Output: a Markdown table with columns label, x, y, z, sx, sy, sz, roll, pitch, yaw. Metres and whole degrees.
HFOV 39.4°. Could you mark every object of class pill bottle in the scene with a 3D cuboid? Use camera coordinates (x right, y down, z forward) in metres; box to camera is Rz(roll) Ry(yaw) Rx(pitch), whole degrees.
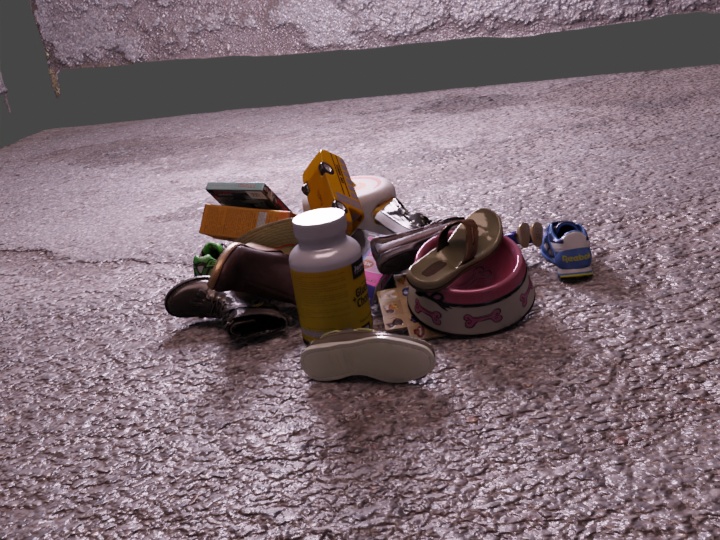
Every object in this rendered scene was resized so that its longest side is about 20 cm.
| label | x | y | z | sx | sy | sz | roll | pitch | yaw |
| --- | --- | --- | --- | --- | --- | --- | --- | --- | --- |
| pill bottle | -0.047 | 0.015 | 1.506 | 0.111 | 0.202 | 0.112 | -8 | 19 | 3 |

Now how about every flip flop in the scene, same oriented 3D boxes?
| label | x | y | z | sx | sy | sz | roll | pitch | yaw |
| --- | --- | --- | --- | --- | --- | --- | --- | --- | --- |
| flip flop | 0.142 | -0.039 | 1.497 | 0.081 | 0.058 | 0.199 | 27 | 48 | 37 |

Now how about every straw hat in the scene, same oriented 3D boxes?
| label | x | y | z | sx | sy | sz | roll | pitch | yaw |
| --- | --- | --- | --- | --- | --- | --- | --- | --- | --- |
| straw hat | -0.143 | -0.002 | 1.763 | 0.199 | 0.202 | 0.086 | -16 | 63 | -19 |

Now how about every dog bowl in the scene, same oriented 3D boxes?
| label | x | y | z | sx | sy | sz | roll | pitch | yaw |
| --- | --- | --- | --- | --- | --- | --- | --- | --- | --- |
| dog bowl | 0.167 | 0.010 | 1.537 | 0.198 | 0.074 | 0.201 | -5 | 36 | 4 |

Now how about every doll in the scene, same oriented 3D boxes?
| label | x | y | z | sx | sy | sz | roll | pitch | yaw |
| --- | --- | --- | --- | --- | --- | --- | --- | --- | --- |
| doll | 0.223 | -0.054 | 1.770 | 0.199 | 0.049 | 0.136 | -4 | -1 | 44 |

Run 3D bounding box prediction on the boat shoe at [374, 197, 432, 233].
| label | x | y | z | sx | sy | sz | roll | pitch | yaw |
| --- | --- | --- | --- | --- | --- | --- | --- | --- | --- |
| boat shoe | 0.093 | -0.075 | 1.742 | 0.057 | 0.069 | 0.200 | -53 | 39 | 0 |

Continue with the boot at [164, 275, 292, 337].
| label | x | y | z | sx | sy | sz | roll | pitch | yaw |
| --- | --- | --- | --- | --- | --- | --- | --- | --- | --- |
| boot | -0.219 | 0.064 | 1.637 | 0.198 | 0.070 | 0.174 | -6 | 18 | -10 |

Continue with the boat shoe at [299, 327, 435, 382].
| label | x | y | z | sx | sy | sz | roll | pitch | yaw |
| --- | --- | --- | --- | --- | --- | --- | --- | --- | --- |
| boat shoe | 0.014 | 0.113 | 1.399 | 0.200 | 0.073 | 0.060 | -4 | 24 | 25 |

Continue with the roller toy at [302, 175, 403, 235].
| label | x | y | z | sx | sy | sz | roll | pitch | yaw |
| --- | --- | --- | --- | --- | --- | --- | --- | --- | --- |
| roller toy | -0.016 | -0.105 | 1.922 | 0.181 | 0.141 | 0.200 | -12 | 20 | -7 |

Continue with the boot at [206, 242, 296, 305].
| label | x | y | z | sx | sy | sz | roll | pitch | yaw |
| --- | --- | --- | --- | --- | --- | --- | --- | --- | --- |
| boot | -0.140 | 0.019 | 1.609 | 0.165 | 0.073 | 0.200 | 30 | 22 | 9 |

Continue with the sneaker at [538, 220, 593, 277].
| label | x | y | z | sx | sy | sz | roll | pitch | yaw |
| --- | --- | --- | --- | --- | --- | --- | --- | --- | --- |
| sneaker | 0.348 | -0.052 | 1.701 | 0.073 | 0.083 | 0.200 | -11 | 17 | -1 |

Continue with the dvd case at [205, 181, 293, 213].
| label | x | y | z | sx | sy | sz | roll | pitch | yaw |
| --- | --- | --- | --- | --- | --- | --- | --- | --- | --- |
| dvd case | -0.198 | -0.115 | 2.000 | 0.145 | 0.200 | 0.022 | 4 | 65 | 33 |

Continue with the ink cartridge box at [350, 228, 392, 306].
| label | x | y | z | sx | sy | sz | roll | pitch | yaw |
| --- | --- | --- | --- | --- | --- | --- | --- | --- | --- |
| ink cartridge box | 0.000 | 0.000 | 1.657 | 0.094 | 0.037 | 0.200 | 15 | 38 | 15 |

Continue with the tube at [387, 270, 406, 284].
| label | x | y | z | sx | sy | sz | roll | pitch | yaw |
| --- | --- | --- | --- | --- | --- | --- | --- | --- | --- |
| tube | 0.102 | -0.009 | 1.750 | 0.198 | 0.051 | 0.077 | -8 | 23 | -13 |

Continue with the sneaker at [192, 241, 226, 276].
| label | x | y | z | sx | sy | sz | roll | pitch | yaw |
| --- | --- | --- | --- | --- | --- | --- | --- | --- | --- |
| sneaker | -0.250 | -0.019 | 1.866 | 0.077 | 0.086 | 0.200 | -3 | 16 | 15 |

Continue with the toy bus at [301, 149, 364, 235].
| label | x | y | z | sx | sy | sz | roll | pitch | yaw |
| --- | --- | --- | --- | --- | --- | --- | --- | --- | --- |
| toy bus | -0.049 | -0.126 | 1.772 | 0.078 | 0.065 | 0.201 | 22 | 33 | -35 |

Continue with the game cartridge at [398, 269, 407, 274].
| label | x | y | z | sx | sy | sz | roll | pitch | yaw |
| --- | --- | --- | --- | --- | --- | --- | --- | --- | --- |
| game cartridge | 0.169 | 0.017 | 1.660 | 0.198 | 0.042 | 0.133 | -11 | 15 | -6 |

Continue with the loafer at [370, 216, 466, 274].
| label | x | y | z | sx | sy | sz | roll | pitch | yaw |
| --- | --- | --- | --- | --- | --- | --- | --- | --- | --- |
| loafer | 0.111 | -0.056 | 1.631 | 0.198 | 0.072 | 0.063 | -19 | 58 | -10 |

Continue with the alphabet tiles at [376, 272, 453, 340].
| label | x | y | z | sx | sy | sz | roll | pitch | yaw |
| --- | --- | --- | --- | --- | --- | --- | --- | --- | --- |
| alphabet tiles | 0.128 | 0.046 | 1.564 | 0.198 | 0.006 | 0.167 | -10 | 37 | -3 |

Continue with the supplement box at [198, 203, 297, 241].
| label | x | y | z | sx | sy | sz | roll | pitch | yaw |
| --- | --- | --- | --- | --- | --- | --- | --- | --- | --- |
| supplement box | -0.212 | -0.086 | 1.945 | 0.198 | 0.070 | 0.066 | 5 | -8 | 26 |
